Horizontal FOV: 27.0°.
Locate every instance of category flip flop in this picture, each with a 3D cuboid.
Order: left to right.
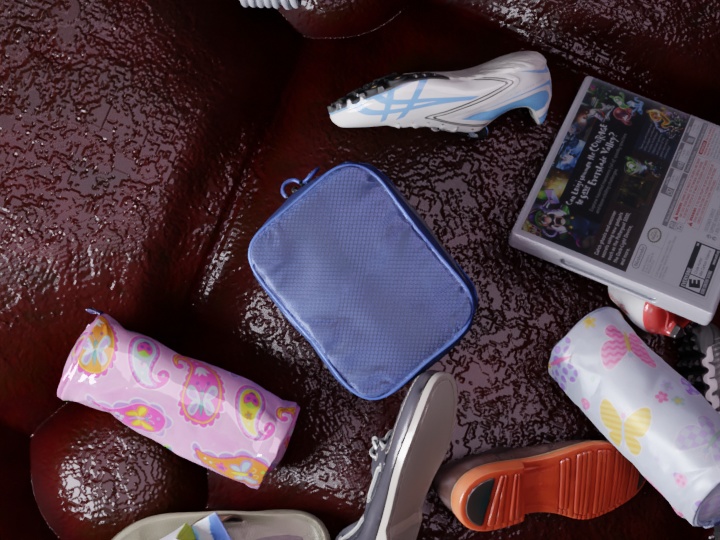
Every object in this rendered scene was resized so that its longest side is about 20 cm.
[{"bbox_3d":[-0.123,0.240,1.252,0.200,0.058,0.081,-5,82,-7],"label":"flip flop"}]

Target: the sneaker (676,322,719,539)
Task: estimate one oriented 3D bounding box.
[{"bbox_3d":[0.337,0.139,1.318,0.090,0.066,0.200,-11,87,-11],"label":"sneaker"}]

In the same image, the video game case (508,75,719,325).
[{"bbox_3d":[0.247,-0.065,1.306,0.182,0.023,0.200,23,58,9],"label":"video game case"}]

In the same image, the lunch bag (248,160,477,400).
[{"bbox_3d":[0.000,0.000,1.267,0.136,0.132,0.200,-38,88,5],"label":"lunch bag"}]

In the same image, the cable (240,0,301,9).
[{"bbox_3d":[-0.079,-0.322,1.268,0.069,0.200,0.200,-2,84,-1],"label":"cable"}]

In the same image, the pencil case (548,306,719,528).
[{"bbox_3d":[0.249,0.119,1.263,0.091,0.083,0.200,-17,52,-39],"label":"pencil case"}]

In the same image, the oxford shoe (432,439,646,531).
[{"bbox_3d":[0.157,0.171,1.290,0.200,0.073,0.071,-2,106,-26],"label":"oxford shoe"}]

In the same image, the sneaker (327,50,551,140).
[{"bbox_3d":[0.072,-0.145,1.328,0.200,0.072,0.073,-9,103,-2],"label":"sneaker"}]

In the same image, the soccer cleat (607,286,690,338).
[{"bbox_3d":[0.310,-0.004,1.335,0.200,0.085,0.069,-26,127,-25],"label":"soccer cleat"}]

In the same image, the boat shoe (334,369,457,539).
[{"bbox_3d":[0.024,0.165,1.241,0.063,0.073,0.200,28,115,29],"label":"boat shoe"}]

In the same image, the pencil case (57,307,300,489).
[{"bbox_3d":[-0.152,0.107,1.258,0.200,0.087,0.088,25,80,-2],"label":"pencil case"}]

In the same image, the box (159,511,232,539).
[{"bbox_3d":[-0.177,0.294,1.208,0.200,0.048,0.122,-29,93,10],"label":"box"}]
